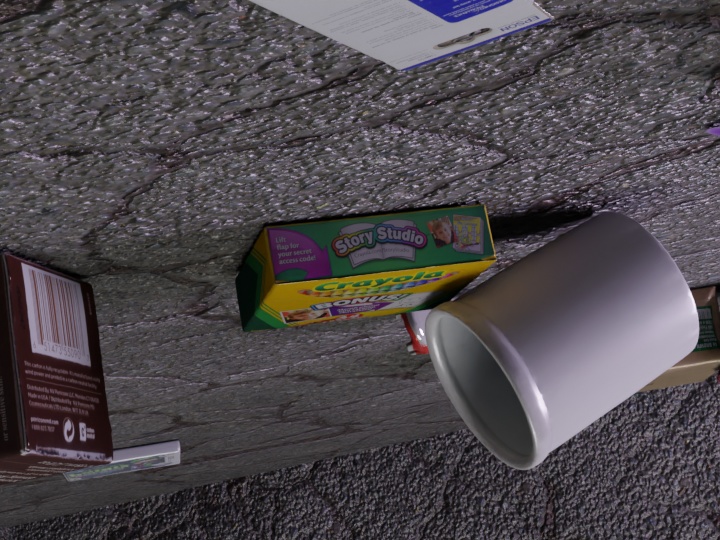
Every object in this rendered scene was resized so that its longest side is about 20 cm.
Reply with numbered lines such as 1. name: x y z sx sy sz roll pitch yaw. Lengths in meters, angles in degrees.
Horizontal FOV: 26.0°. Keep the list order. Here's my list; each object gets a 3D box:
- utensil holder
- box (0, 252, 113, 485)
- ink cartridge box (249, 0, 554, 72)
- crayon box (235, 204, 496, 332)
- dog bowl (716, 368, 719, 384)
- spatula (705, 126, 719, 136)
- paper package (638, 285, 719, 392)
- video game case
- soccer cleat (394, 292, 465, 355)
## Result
1. utensil holder: 0.188 0.062 1.437 0.199 0.171 0.170 -30 174 -18
2. box: -0.336 0.096 1.306 0.199 0.165 0.166 -13 168 14
3. ink cartridge box: 0.012 -0.150 0.768 0.099 0.040 0.200 -16 165 26
4. crayon box: 0.000 0.000 1.392 0.198 0.059 0.173 -7 168 -15
5. dog bowl: 0.532 0.092 1.993 0.074 0.201 0.200 34 169 7
6. spatula: 0.372 -0.113 1.261 0.199 0.021 0.056 -6 180 -28
7. paper package: 0.365 0.102 2.051 0.198 0.104 0.191 -9 168 -2
8. video game case: -0.405 0.325 2.641 0.198 0.024 0.182 -8 167 -8
9. soccer cleat: 0.098 0.053 1.719 0.085 0.069 0.200 -23 168 16
